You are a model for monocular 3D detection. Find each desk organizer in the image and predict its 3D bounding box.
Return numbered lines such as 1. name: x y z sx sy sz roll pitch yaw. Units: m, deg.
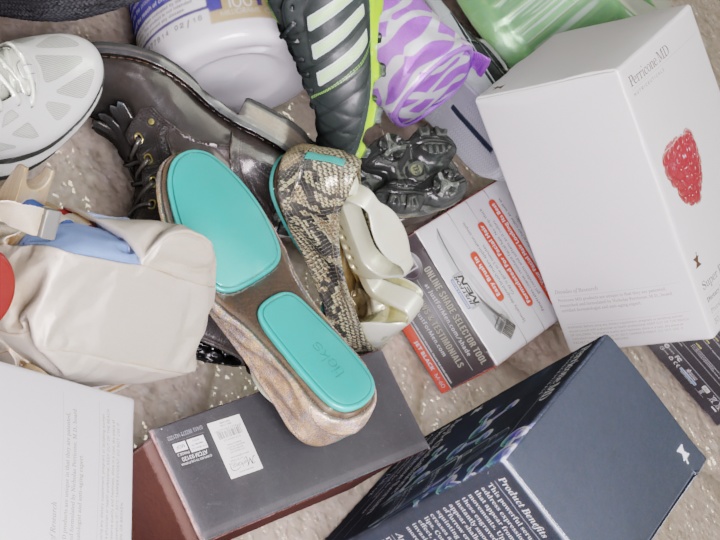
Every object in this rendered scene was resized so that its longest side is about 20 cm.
1. desk organizer: -0.059 0.117 1.185 0.200 0.077 0.072 -17 76 -46

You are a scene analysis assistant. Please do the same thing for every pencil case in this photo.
1. pencil case: -0.005 -0.195 1.394 0.085 0.084 0.200 -31 75 -32

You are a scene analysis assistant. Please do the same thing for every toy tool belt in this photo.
1. toy tool belt: -0.183 0.006 1.069 0.200 0.123 0.125 10 98 -49

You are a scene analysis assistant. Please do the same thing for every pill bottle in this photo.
1. pill bottle: -0.104 -0.214 1.316 0.119 0.120 0.201 5 62 -40

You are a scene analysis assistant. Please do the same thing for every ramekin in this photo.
1. ramekin: 0.160 -0.224 1.536 0.200 0.098 0.200 40 27 -25

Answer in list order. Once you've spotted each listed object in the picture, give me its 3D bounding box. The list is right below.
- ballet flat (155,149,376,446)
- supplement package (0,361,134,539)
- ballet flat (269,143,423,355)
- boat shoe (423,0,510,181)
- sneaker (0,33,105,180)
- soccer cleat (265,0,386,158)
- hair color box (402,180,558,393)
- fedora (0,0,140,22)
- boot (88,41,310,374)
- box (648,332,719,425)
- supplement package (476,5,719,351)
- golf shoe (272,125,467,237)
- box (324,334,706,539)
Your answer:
1. ballet flat: -0.066 0.022 1.148 0.068 0.067 0.200 -23 70 -31
2. supplement package: -0.231 0.114 0.998 0.200 0.121 0.120 20 54 -34
3. ballet flat: 0.000 0.000 1.239 0.200 0.075 0.068 72 32 -45
4. boat shoe: 0.075 -0.140 1.452 0.071 0.072 0.200 2 48 -47
5. sneaker: -0.218 -0.102 1.117 0.200 0.115 0.076 -30 82 -34
6. soccer cleat: -0.023 -0.152 1.228 0.081 0.201 0.068 2 28 -8
7. hair color box: 0.103 -0.004 1.419 0.200 0.064 0.111 -31 89 -49
8. fedora: -0.190 -0.209 1.220 0.200 0.200 0.092 -30 122 -48
9. boot: -0.134 -0.039 1.213 0.199 0.069 0.175 21 67 -2
10. box: 0.276 0.008 1.497 0.200 0.158 0.048 47 43 -9
11. supplement package: 0.188 -0.062 1.354 0.121 0.119 0.201 -41 115 -45
12. golf shoe: -0.031 -0.049 1.322 0.199 0.095 0.078 0 72 -14
13. box: 0.088 0.152 1.207 0.107 0.200 0.148 52 42 -5
